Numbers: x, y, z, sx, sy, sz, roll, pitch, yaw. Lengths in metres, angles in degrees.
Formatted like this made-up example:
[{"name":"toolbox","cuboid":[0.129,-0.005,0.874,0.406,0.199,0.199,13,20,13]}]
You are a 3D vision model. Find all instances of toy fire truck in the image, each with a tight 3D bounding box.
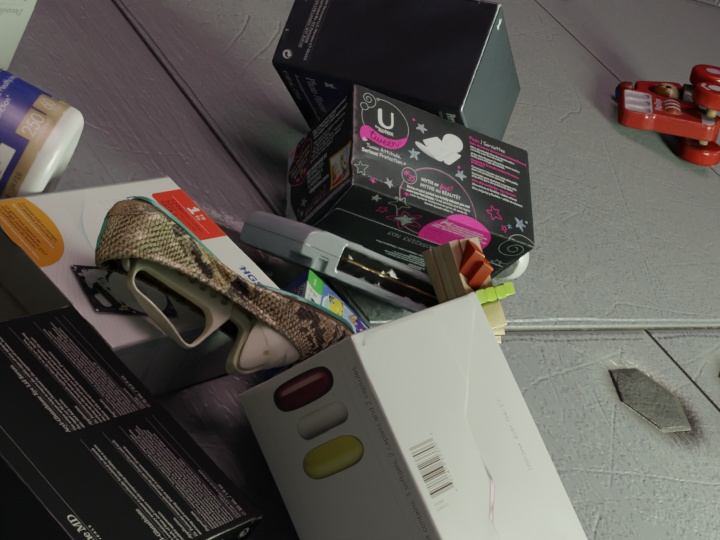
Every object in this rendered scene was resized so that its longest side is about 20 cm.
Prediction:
[{"name":"toy fire truck","cuboid":[0.464,-0.244,2.164,0.168,0.112,0.200,13,27,3]}]

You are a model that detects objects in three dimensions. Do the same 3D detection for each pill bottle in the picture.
[{"name":"pill bottle","cuboid":[-0.321,-0.114,1.093,0.200,0.116,0.116,28,27,-8]}]

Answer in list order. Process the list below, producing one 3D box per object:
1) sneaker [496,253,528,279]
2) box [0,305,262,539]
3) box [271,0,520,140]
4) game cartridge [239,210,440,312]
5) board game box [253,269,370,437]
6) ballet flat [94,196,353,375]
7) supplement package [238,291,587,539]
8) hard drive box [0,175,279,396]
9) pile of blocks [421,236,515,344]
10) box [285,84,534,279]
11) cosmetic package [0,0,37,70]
[{"name":"sneaker","cuboid":[0.139,-0.063,1.540,0.082,0.074,0.200,7,38,-35]},{"name":"box","cuboid":[-0.182,0.123,0.889,0.200,0.079,0.141,44,26,21]},{"name":"box","cuboid":[0.041,-0.193,1.445,0.198,0.123,0.200,15,-13,16]},{"name":"game cartridge","cuboid":[0.000,0.000,1.261,0.200,0.042,0.133,23,2,-32]},{"name":"board game box","cuboid":[-0.014,0.100,1.108,0.135,0.034,0.200,44,23,-20]},{"name":"ballet flat","cuboid":[-0.098,0.028,1.006,0.200,0.068,0.075,33,58,-18]},{"name":"supplement package","cuboid":[0.039,0.138,0.975,0.156,0.111,0.200,-16,79,-53]},{"name":"hard drive box","cuboid":[-0.177,0.014,1.075,0.156,0.077,0.200,44,29,19]},{"name":"pile of blocks","cuboid":[0.100,0.060,1.194,0.082,0.062,0.200,15,67,-34]},{"name":"box","cuboid":[0.044,-0.068,1.356,0.200,0.132,0.115,18,55,-26]},{"name":"cosmetic package","cuboid":[-0.375,-0.299,1.248,0.165,0.200,0.165,46,31,25]}]
